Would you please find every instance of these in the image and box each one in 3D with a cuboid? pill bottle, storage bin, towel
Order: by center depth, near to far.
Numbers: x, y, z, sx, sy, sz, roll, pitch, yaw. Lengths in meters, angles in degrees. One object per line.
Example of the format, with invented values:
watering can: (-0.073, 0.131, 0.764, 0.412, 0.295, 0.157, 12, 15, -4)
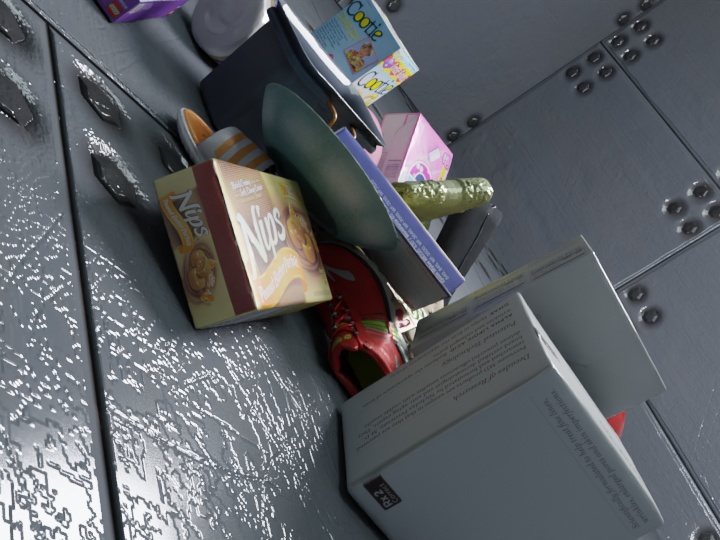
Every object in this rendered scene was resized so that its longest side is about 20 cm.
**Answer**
storage bin: (-0.079, -0.180, 1.067, 0.200, 0.134, 0.146, 39, 22, -52)
towel: (0.056, -0.085, 1.180, 0.148, 0.200, 0.037, -4, 86, -33)
pill bottle: (-0.122, -0.286, 1.215, 0.200, 0.111, 0.111, 36, 24, -59)

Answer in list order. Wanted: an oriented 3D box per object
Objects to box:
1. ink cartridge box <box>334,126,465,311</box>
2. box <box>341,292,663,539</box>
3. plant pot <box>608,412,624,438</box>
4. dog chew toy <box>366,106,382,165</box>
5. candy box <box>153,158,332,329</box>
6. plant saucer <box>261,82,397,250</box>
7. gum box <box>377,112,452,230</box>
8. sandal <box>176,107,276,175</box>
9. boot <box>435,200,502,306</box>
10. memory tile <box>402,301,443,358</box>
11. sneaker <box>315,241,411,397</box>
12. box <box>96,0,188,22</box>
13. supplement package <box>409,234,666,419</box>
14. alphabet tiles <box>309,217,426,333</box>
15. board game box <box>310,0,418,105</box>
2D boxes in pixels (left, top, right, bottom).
ink cartridge box: (0.026, -0.051, 0.964, 0.198, 0.047, 0.200, 53, -13, 0)
box: (0.117, 0.167, 0.812, 0.199, 0.199, 0.131, 52, 13, -23)
plant pot: (0.223, 0.165, 1.234, 0.182, 0.200, 0.201, 45, 17, -35)
dog chew toy: (-0.029, -0.175, 1.295, 0.125, 0.124, 0.200, 56, 5, -2)
candy box: (-0.088, -0.020, 0.766, 0.200, 0.055, 0.116, -2, 74, -75)
plant saucer: (-0.042, -0.088, 0.905, 0.201, 0.039, 0.201, 49, -10, 12)
gum box: (0.058, -0.115, 1.364, 0.113, 0.066, 0.201, 42, 61, -48)
sandal: (-0.100, -0.079, 0.909, 0.207, 0.059, 0.079, 56, 12, -6)
boot: (0.120, -0.038, 1.334, 0.065, 0.201, 0.165, 28, -12, 31)
memory tile: (0.076, 0.048, 1.172, 0.201, 0.017, 0.154, -81, 156, -47)
sneaker: (-0.004, 0.059, 0.902, 0.085, 0.077, 0.201, -5, 65, -63)
box: (-0.256, -0.330, 0.975, 0.137, 0.039, 0.200, 55, 13, -11)
supplement package: (0.176, 0.085, 0.946, 0.156, 0.199, 0.111, 60, 12, -6)
alphabet tiles: (0.000, 0.000, 1.039, 0.199, 0.006, 0.167, -16, 72, -52)
board game box: (-0.033, -0.287, 1.353, 0.105, 0.199, 0.103, 60, 13, 15)
